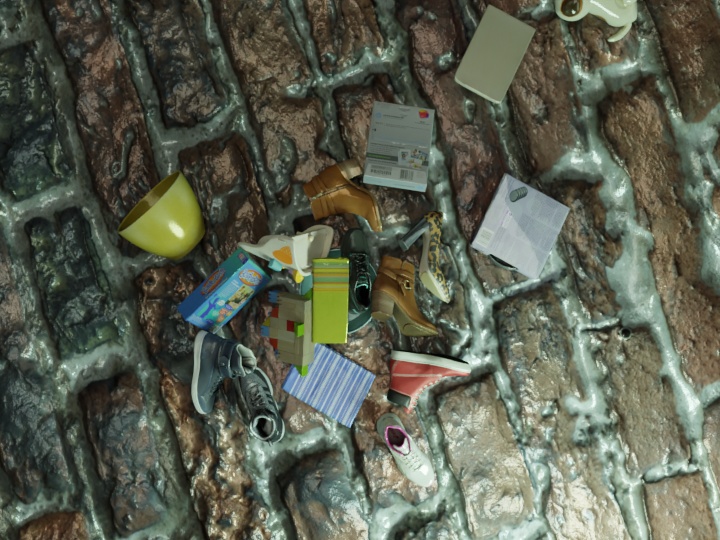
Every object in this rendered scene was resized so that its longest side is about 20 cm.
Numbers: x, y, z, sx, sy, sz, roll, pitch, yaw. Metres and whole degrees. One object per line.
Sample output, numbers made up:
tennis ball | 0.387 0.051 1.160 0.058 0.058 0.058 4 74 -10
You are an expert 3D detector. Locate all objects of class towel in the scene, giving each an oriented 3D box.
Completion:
towel | -0.078 0.268 1.730 0.197 0.024 0.147 29 89 0
towel | -0.070 0.069 1.650 0.083 0.018 0.206 1 105 -3

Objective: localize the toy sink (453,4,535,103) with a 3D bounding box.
toy sink | 0.308 -0.496 1.707 0.128 0.112 0.204 26 84 0

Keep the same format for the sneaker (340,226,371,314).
sneaker | 0.000 0.000 1.668 0.073 0.079 0.206 -3 91 -22

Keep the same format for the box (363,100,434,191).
box | 0.092 -0.297 1.706 0.151 0.041 0.205 8 71 0

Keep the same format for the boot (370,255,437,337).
boot | 0.112 0.065 1.718 0.196 0.076 0.159 23 60 -20

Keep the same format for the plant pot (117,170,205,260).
plant pot | -0.446 -0.110 1.671 0.199 0.200 0.143 -42 114 -1

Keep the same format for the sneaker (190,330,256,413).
sneaker | -0.318 0.253 1.672 0.142 0.077 0.208 10 109 14

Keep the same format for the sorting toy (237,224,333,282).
sorting toy | -0.184 -0.051 1.663 0.176 0.199 0.110 12 105 23

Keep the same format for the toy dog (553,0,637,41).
toy dog | 0.561 -0.656 1.715 0.194 0.141 0.198 -2 125 -2

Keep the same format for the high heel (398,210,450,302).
high heel | 0.194 -0.037 1.727 0.142 0.071 0.202 -41 103 -23

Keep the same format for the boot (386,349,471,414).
boot | 0.163 0.273 1.710 0.194 0.072 0.149 5 89 8

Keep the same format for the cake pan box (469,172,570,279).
cake pan box | 0.383 -0.102 1.728 0.181 0.052 0.204 26 88 2

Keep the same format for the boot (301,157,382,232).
boot | -0.041 -0.155 1.718 0.152 0.074 0.204 -26 77 -2

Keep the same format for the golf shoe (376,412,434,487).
golf shoe | 0.107 0.434 1.694 0.075 0.092 0.201 -38 90 -3

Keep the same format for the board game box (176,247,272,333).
board game box | -0.313 0.051 1.669 0.199 0.152 0.045 -43 67 -2

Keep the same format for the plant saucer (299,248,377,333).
plant saucer | -0.050 0.051 1.729 0.194 0.036 0.206 0 89 -1

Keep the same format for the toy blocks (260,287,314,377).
toy blocks | -0.174 0.134 1.691 0.134 0.099 0.206 9 102 29

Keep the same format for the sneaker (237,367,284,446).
sneaker | -0.238 0.315 1.682 0.074 0.114 0.204 -24 89 -1
